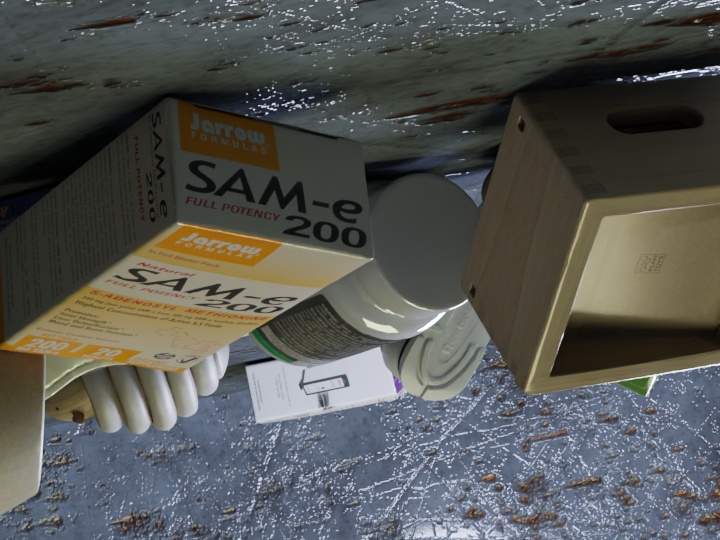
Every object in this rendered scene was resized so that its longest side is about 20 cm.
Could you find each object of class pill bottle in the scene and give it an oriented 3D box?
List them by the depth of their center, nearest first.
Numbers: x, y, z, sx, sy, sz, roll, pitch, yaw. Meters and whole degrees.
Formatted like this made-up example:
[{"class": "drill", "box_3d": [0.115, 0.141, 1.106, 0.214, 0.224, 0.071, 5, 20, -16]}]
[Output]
[{"class": "pill bottle", "box_3d": [0.000, 0.000, 1.383, 0.113, 0.114, 0.200, -7, 173, -30]}]

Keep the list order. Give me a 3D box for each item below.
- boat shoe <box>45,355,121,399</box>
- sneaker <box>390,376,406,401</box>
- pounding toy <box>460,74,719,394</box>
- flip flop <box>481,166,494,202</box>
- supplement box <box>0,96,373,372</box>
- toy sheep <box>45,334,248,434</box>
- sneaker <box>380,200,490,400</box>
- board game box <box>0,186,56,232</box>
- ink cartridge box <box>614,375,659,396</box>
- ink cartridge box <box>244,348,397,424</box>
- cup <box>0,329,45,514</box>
[{"class": "boat shoe", "box_3d": [-0.170, 0.031, 1.276, 0.201, 0.072, 0.060, -23, -160, 13]}, {"class": "sneaker", "box_3d": [-0.012, 0.158, 2.870, 0.199, 0.081, 0.083, -14, 167, 31]}, {"class": "pounding toy", "box_3d": [0.174, -0.029, 1.220, 0.199, 0.142, 0.185, -7, 135, -23]}, {"class": "flip flop", "box_3d": [0.168, -0.069, 1.311, 0.199, 0.058, 0.081, -17, 173, 31]}, {"class": "supplement box", "box_3d": [-0.102, -0.012, 1.070, 0.126, 0.074, 0.200, 10, 154, -35]}, {"class": "toy sheep", "box_3d": [-0.184, 0.077, 1.693, 0.199, 0.138, 0.138, -25, 176, -11]}, {"class": "sneaker", "box_3d": [0.081, -0.003, 1.440, 0.076, 0.200, 0.081, 34, -172, -26]}, {"class": "board game box", "box_3d": [-0.142, -0.033, 1.204, 0.199, 0.035, 0.135, -13, 173, 22]}, {"class": "ink cartridge box", "box_3d": [0.192, -0.001, 1.384, 0.103, 0.060, 0.200, 24, -146, 12]}, {"class": "ink cartridge box", "box_3d": [-0.053, 0.157, 2.745, 0.199, 0.085, 0.146, -12, 174, 0]}, {"class": "cup", "box_3d": [-0.259, 0.079, 1.143, 0.142, 0.201, 0.200, 2, 171, -13]}]
